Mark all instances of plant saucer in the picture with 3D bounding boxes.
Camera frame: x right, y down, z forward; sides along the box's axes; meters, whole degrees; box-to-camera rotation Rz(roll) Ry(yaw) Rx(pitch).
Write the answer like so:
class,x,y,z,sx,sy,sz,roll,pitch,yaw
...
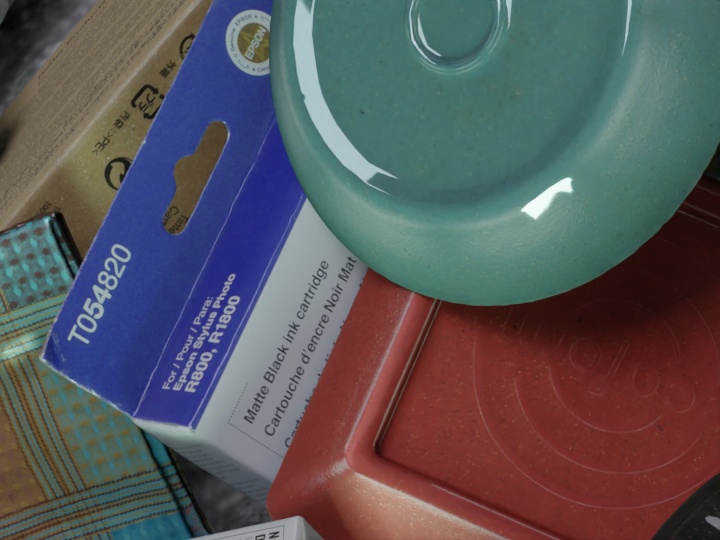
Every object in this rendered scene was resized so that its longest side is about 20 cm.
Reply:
class,x,y,z,sx,sy,sz,roll,pitch,yaw
plant saucer,0.041,-0.089,0.893,0.199,0.036,0.202,-3,85,32
plant saucer,0.092,0.040,0.932,0.199,0.037,0.201,23,70,3

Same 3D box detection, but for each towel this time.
class,x,y,z,sx,sy,sz,roll,pitch,yaw
towel,-0.143,0.091,1.022,0.146,0.201,0.022,-21,9,17

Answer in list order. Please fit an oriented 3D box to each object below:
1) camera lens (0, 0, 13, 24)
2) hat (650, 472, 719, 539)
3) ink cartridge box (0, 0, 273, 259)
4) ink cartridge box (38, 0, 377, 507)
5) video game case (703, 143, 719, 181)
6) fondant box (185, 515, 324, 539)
class,x,y,z,sx,sy,sz,roll,pitch,yaw
camera lens,-0.232,-0.203,1.272,0.159,0.160,0.201,13,67,36
hat,0.185,0.143,0.838,0.199,0.081,0.201,-9,36,6
ink cartridge box,-0.100,-0.059,1.090,0.200,0.075,0.165,-49,18,10
ink cartridge box,0.000,0.000,0.978,0.041,0.199,0.201,-12,50,58
video game case,0.118,-0.097,0.969,0.181,0.201,0.023,15,54,36
fondant box,-0.079,0.167,0.943,0.199,0.144,0.059,-13,52,22
